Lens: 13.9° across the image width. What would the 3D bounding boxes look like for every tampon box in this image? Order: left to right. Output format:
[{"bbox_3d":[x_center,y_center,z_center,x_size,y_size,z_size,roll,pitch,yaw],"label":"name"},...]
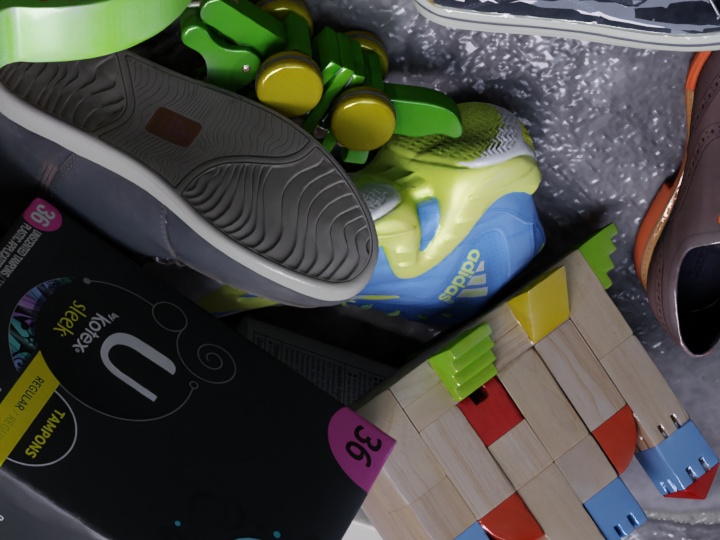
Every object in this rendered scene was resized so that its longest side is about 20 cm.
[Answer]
[{"bbox_3d":[-0.114,0.099,1.312,0.200,0.150,0.126,33,132,-2],"label":"tampon box"}]

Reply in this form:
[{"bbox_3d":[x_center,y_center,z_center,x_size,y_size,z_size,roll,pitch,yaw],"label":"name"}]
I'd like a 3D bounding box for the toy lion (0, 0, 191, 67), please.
[{"bbox_3d":[-0.168,-0.127,1.205,0.200,0.192,0.069,10,129,10],"label":"toy lion"}]

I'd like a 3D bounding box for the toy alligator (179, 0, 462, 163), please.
[{"bbox_3d":[-0.047,-0.092,1.345,0.200,0.059,0.054,24,121,-23],"label":"toy alligator"}]

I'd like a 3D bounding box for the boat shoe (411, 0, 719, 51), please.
[{"bbox_3d":[0.120,-0.143,1.319,0.200,0.075,0.062,2,134,-2],"label":"boat shoe"}]

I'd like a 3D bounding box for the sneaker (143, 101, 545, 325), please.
[{"bbox_3d":[0.000,0.000,1.413,0.200,0.076,0.105,-21,128,8],"label":"sneaker"}]

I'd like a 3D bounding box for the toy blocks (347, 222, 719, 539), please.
[{"bbox_3d":[0.078,0.090,1.419,0.200,0.100,0.137,-35,93,-25],"label":"toy blocks"}]

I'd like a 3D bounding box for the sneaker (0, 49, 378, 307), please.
[{"bbox_3d":[-0.082,-0.029,1.346,0.200,0.075,0.106,32,146,13],"label":"sneaker"}]

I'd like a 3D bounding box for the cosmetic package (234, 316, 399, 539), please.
[{"bbox_3d":[0.012,0.109,1.475,0.200,0.105,0.071,21,139,-20],"label":"cosmetic package"}]

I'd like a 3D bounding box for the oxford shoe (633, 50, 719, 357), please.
[{"bbox_3d":[0.186,-0.048,1.399,0.071,0.073,0.200,6,127,-11],"label":"oxford shoe"}]
